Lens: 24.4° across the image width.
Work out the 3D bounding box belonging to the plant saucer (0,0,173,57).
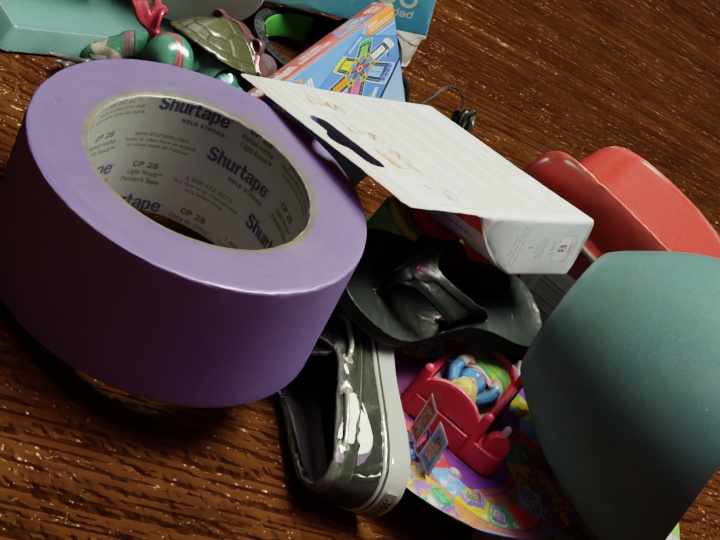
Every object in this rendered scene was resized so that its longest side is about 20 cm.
[{"bbox_3d":[-0.186,-0.174,1.137,0.199,0.019,0.070,-3,54,-57],"label":"plant saucer"}]

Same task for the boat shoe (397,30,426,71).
[{"bbox_3d":[0.031,-0.251,1.488,0.071,0.070,0.201,33,30,-21],"label":"boat shoe"}]

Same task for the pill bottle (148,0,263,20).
[{"bbox_3d":[-0.108,-0.286,1.198,0.114,0.114,0.202,23,58,-36],"label":"pill bottle"}]

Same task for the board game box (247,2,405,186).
[{"bbox_3d":[-0.025,-0.097,1.110,0.019,0.104,0.200,8,30,28],"label":"board game box"}]

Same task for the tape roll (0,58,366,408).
[{"bbox_3d":[-0.102,-0.024,0.922,0.198,0.085,0.201,20,32,-13],"label":"tape roll"}]

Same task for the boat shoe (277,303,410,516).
[{"bbox_3d":[-0.021,0.051,0.998,0.063,0.071,0.201,24,35,-37],"label":"boat shoe"}]

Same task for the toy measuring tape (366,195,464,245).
[{"bbox_3d":[0.026,-0.042,1.153,0.073,0.074,0.201,24,29,-34],"label":"toy measuring tape"}]

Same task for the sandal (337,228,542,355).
[{"bbox_3d":[0.056,0.008,1.034,0.199,0.048,0.076,8,56,-49],"label":"sandal"}]

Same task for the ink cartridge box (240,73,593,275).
[{"bbox_3d":[0.031,-0.057,1.042,0.162,0.057,0.199,39,26,32],"label":"ink cartridge box"}]

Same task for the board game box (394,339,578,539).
[{"bbox_3d":[0.071,0.079,1.051,0.157,0.039,0.201,16,35,-32],"label":"board game box"}]

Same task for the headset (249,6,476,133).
[{"bbox_3d":[-0.002,-0.140,1.313,0.198,0.094,0.124,17,31,-17],"label":"headset"}]

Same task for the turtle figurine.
[{"bbox_3d":[-0.100,-0.118,1.088,0.150,0.101,0.199,52,24,21],"label":"turtle figurine"}]

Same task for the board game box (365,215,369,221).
[{"bbox_3d":[0.000,0.000,1.151,0.200,0.023,0.105,44,29,-3],"label":"board game box"}]

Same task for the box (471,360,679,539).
[{"bbox_3d":[0.146,0.169,1.102,0.155,0.041,0.200,38,27,-12],"label":"box"}]

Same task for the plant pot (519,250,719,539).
[{"bbox_3d":[0.178,0.066,1.023,0.134,0.201,0.200,38,25,14],"label":"plant pot"}]

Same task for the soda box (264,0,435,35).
[{"bbox_3d":[-0.036,-0.248,1.309,0.198,0.068,0.064,11,34,-8],"label":"soda box"}]

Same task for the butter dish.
[{"bbox_3d":[0.188,-0.008,1.199,0.199,0.200,0.148,45,56,0],"label":"butter dish"}]
